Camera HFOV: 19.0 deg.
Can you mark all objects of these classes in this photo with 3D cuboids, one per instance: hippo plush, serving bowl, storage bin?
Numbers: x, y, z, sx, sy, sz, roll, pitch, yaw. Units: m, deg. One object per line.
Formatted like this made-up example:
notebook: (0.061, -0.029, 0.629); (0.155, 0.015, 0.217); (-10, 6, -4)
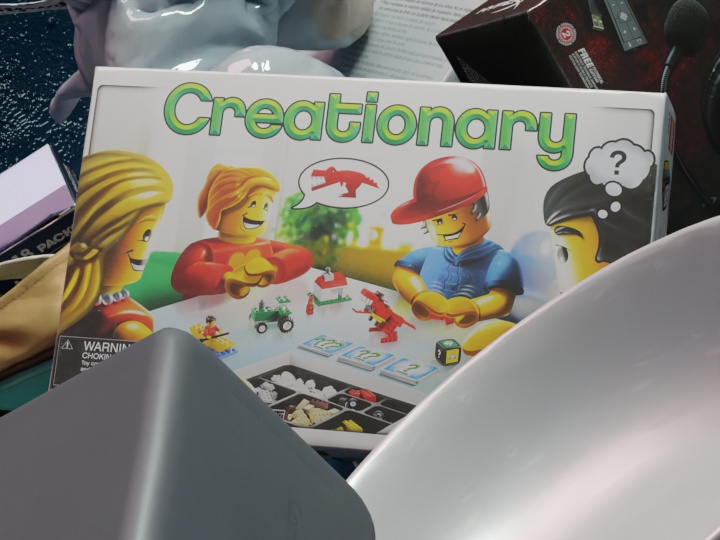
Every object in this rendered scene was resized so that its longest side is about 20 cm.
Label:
hippo plush: (-0.080, -0.090, 0.909); (0.200, 0.159, 0.161); (-20, 50, 15)
serving bowl: (0.070, 0.069, 0.566); (0.200, 0.066, 0.200); (-35, 15, 11)
storage bin: (-0.077, 0.104, 0.490); (0.134, 0.146, 0.200); (-34, 26, 20)

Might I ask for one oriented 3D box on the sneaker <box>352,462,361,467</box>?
sneaker: (0.001, 0.024, 0.821); (0.084, 0.121, 0.200); (-32, 11, -4)

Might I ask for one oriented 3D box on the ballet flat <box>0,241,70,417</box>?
ballet flat: (-0.164, 0.039, 0.907); (0.200, 0.063, 0.069); (-25, -21, 25)

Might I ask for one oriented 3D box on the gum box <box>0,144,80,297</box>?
gum box: (-0.165, 0.048, 1.011); (0.170, 0.200, 0.045); (-31, 55, 4)

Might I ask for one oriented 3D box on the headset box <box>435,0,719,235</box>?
headset box: (0.152, -0.080, 0.806); (0.200, 0.149, 0.075); (-35, 13, -22)

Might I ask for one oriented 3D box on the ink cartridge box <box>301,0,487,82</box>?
ink cartridge box: (-0.005, -0.077, 0.993); (0.200, 0.043, 0.196); (-54, 29, -7)

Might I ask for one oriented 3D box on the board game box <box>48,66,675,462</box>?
board game box: (0.000, 0.000, 0.721); (0.200, 0.127, 0.035); (3, -12, 13)
